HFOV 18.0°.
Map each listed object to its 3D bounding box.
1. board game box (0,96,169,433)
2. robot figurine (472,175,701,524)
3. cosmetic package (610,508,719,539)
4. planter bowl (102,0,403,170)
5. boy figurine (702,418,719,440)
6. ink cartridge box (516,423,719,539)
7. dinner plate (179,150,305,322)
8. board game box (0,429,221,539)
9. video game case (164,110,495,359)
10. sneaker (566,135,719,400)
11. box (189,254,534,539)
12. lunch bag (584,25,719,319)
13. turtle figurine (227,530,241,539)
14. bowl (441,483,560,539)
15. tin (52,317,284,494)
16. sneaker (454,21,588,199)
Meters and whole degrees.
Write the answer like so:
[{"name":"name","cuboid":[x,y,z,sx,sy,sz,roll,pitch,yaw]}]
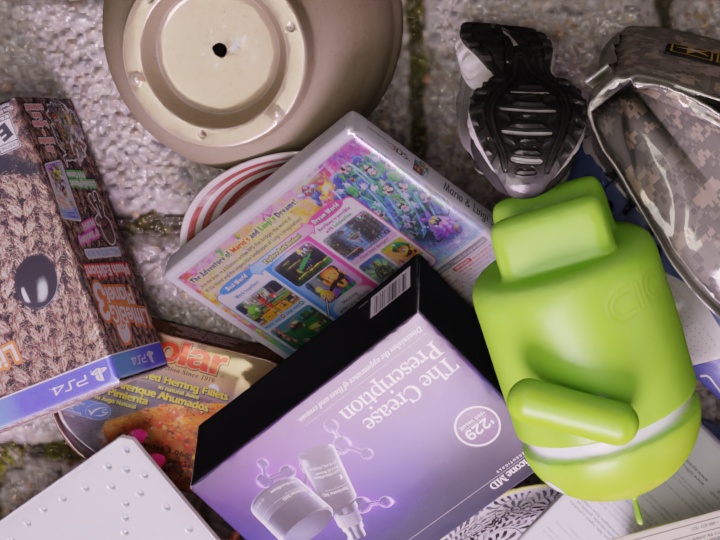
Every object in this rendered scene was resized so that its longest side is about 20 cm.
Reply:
[{"name":"board game box","cuboid":[-0.247,0.004,1.536,0.159,0.097,0.201,-22,88,15]},{"name":"robot figurine","cuboid":[0.138,0.050,1.371,0.115,0.176,0.201,-17,106,8]},{"name":"cosmetic package","cuboid":[0.227,0.249,1.382,0.105,0.071,0.201,-14,76,8]},{"name":"planter bowl","cuboid":[-0.080,-0.152,1.462,0.199,0.135,0.202,3,106,9]},{"name":"boy figurine","cuboid":[0.178,0.109,1.531,0.199,0.064,0.125,26,112,-2]},{"name":"ink cartridge box","cuboid":[0.197,0.215,1.455,0.200,0.041,0.200,-45,73,0]},{"name":"dinner plate","cuboid":[-0.021,-0.014,1.513,0.199,0.024,0.201,6,139,5]},{"name":"board game box","cuboid":[-0.164,0.232,1.624,0.200,0.026,0.200,-34,99,30]},{"name":"video game case","cuboid":[0.000,0.000,1.486,0.182,0.024,0.200,35,133,-22]},{"name":"sneaker","cuboid":[0.178,0.022,1.495,0.115,0.080,0.200,-43,79,25]},{"name":"box","cuboid":[0.010,0.110,1.474,0.200,0.079,0.141,-39,113,20]},{"name":"lunch bag","cuboid":[0.223,-0.070,1.415,0.118,0.164,0.200,-42,97,18]},{"name":"turtle figurine","cuboid":[0.009,0.213,1.589,0.199,0.064,0.162,-29,99,17]},{"name":"bowl","cuboid":[0.125,0.241,1.547,0.199,0.094,0.202,0,90,-3]},{"name":"tin","cuboid":[-0.118,0.096,1.593,0.199,0.042,0.113,15,112,6]},{"name":"sneaker","cuboid":[0.097,-0.088,1.422,0.073,0.200,0.080,4,116,-4]}]
